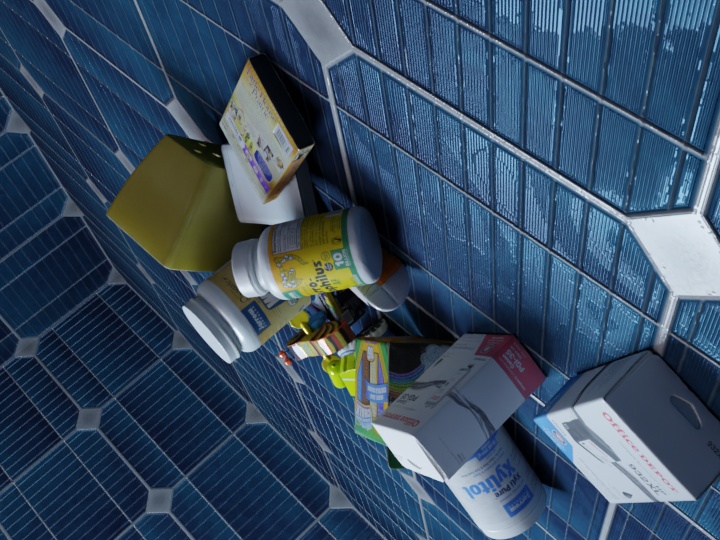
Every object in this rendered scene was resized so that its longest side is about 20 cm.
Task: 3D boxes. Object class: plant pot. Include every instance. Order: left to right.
[{"bbox_3d":[-0.280,-0.122,1.542,0.200,0.177,0.200,36,-162,34],"label":"plant pot"}]

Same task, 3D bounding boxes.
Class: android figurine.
[{"bbox_3d":[0.033,0.182,1.547,0.182,0.041,0.200,-1,152,12],"label":"android figurine"}]

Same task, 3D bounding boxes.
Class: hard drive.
[{"bbox_3d":[-0.144,-0.136,1.389,0.200,0.027,0.132,7,114,51],"label":"hard drive"}]

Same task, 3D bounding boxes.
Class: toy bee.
[{"bbox_3d":[-0.086,0.135,1.607,0.131,0.109,0.200,48,162,5],"label":"toy bee"}]

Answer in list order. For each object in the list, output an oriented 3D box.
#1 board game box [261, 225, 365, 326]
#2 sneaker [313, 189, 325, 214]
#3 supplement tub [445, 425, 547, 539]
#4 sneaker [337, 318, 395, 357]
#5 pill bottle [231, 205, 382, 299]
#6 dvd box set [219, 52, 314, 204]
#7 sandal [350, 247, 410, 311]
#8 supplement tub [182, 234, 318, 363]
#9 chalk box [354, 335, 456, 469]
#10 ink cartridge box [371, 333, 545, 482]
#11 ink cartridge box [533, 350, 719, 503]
[{"bbox_3d":[-0.090,-0.005,1.599,0.165,0.057,0.200,31,155,48],"label":"board game box"},{"bbox_3d":[-0.100,-0.089,1.445,0.104,0.060,0.200,15,134,53],"label":"sneaker"},{"bbox_3d":[0.203,0.324,1.462,0.200,0.132,0.132,54,161,-18],"label":"supplement tub"},{"bbox_3d":[0.021,0.151,1.618,0.089,0.079,0.200,52,162,-1],"label":"sneaker"},{"bbox_3d":[-0.078,-0.020,1.287,0.113,0.200,0.113,-11,-90,-74],"label":"pill bottle"},{"bbox_3d":[-0.137,-0.196,1.269,0.146,0.029,0.200,60,154,6],"label":"dvd box set"},{"bbox_3d":[0.006,-0.005,1.356,0.207,0.079,0.059,46,165,36],"label":"sandal"},{"bbox_3d":[-0.180,0.044,1.488,0.145,0.200,0.145,43,162,18],"label":"supplement tub"},{"bbox_3d":[0.069,0.206,1.396,0.124,0.125,0.200,-177,89,-66],"label":"chalk box"},{"bbox_3d":[0.132,0.181,1.225,0.083,0.200,0.147,53,161,-12],"label":"ink cartridge box"},{"bbox_3d":[0.306,0.185,1.018,0.145,0.084,0.200,48,162,4],"label":"ink cartridge box"}]
